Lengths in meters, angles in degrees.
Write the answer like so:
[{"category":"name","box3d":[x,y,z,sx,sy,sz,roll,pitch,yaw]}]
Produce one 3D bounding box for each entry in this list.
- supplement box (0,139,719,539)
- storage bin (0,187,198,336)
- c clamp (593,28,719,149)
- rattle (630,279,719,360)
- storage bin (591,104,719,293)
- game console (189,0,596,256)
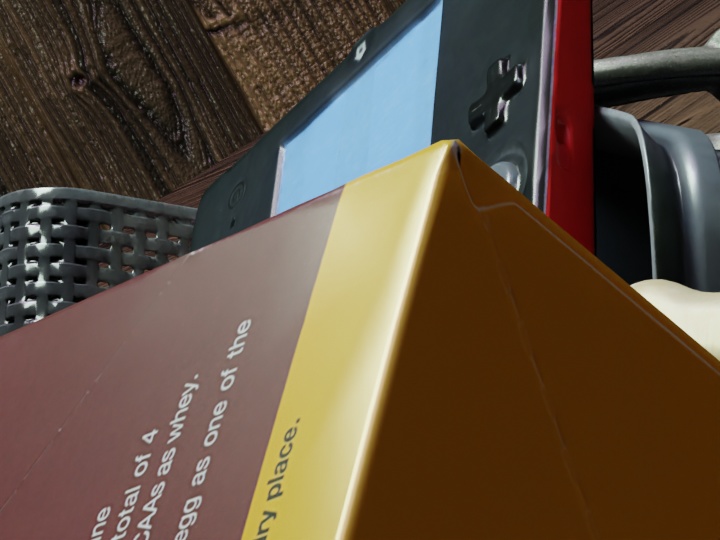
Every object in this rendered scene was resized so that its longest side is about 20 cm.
[{"category":"supplement box","box3d":[-0.034,0.122,0.405,0.200,0.133,0.197,-22,40,41]},{"category":"storage bin","box3d":[-0.067,0.040,1.135,0.200,0.094,0.135,10,-17,-29]},{"category":"c clamp","box3d":[0.130,-0.053,0.960,0.171,0.027,0.200,-8,-10,35]},{"category":"rattle","box3d":[0.079,0.113,0.693,0.130,0.143,0.200,15,76,28]},{"category":"storage bin","box3d":[0.127,0.023,0.834,0.134,0.146,0.200,-3,5,-6]},{"category":"game console","box3d":[0.000,0.000,0.843,0.200,0.031,0.177,-39,39,44]}]
